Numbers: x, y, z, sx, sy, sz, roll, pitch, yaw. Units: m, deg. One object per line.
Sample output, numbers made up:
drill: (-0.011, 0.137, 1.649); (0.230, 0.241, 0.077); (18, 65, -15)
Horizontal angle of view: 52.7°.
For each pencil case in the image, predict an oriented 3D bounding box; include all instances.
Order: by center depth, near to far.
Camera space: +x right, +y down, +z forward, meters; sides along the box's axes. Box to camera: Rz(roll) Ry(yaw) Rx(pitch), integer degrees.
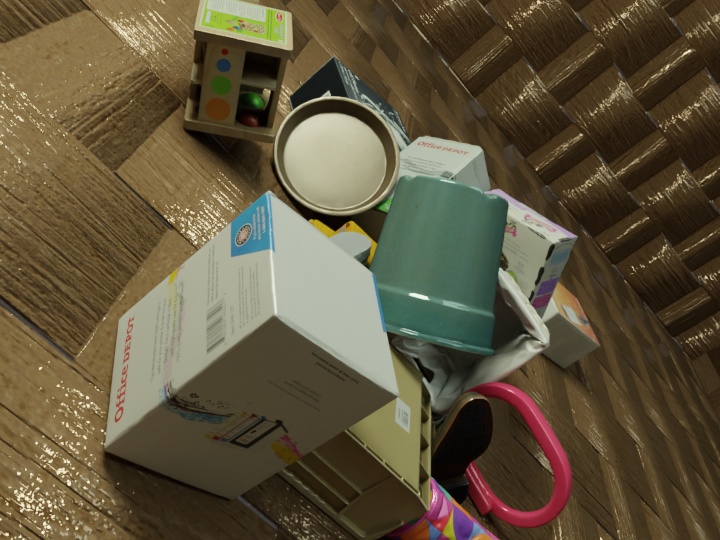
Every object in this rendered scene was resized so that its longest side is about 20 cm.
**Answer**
pencil case: (0.111, 0.317, 0.818); (0.200, 0.088, 0.089); (48, 24, -19)

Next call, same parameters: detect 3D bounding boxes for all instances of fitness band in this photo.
fitness band: (0.199, 0.251, 0.990); (0.201, 0.143, 0.037); (60, 23, 15)

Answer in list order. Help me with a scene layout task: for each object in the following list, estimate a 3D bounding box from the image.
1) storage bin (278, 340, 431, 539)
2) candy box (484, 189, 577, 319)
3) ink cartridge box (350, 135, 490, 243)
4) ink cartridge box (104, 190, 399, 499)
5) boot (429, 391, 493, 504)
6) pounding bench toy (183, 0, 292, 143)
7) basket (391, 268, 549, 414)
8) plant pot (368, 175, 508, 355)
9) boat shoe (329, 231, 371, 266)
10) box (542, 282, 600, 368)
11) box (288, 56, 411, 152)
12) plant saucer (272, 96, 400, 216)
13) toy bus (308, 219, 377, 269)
storage bin: (-0.013, 0.152, 0.799); (0.199, 0.094, 0.200); (46, 24, -19)
candy box: (0.233, -0.005, 1.181); (0.071, 0.201, 0.168); (-12, 40, -41)
ink cartridge box: (0.096, -0.127, 1.191); (0.146, 0.200, 0.083); (22, -36, 44)
ink cartridge box: (-0.095, 0.072, 0.623); (0.144, 0.199, 0.148); (37, 28, -36)
boot: (0.098, 0.194, 0.872); (0.074, 0.201, 0.097); (-3, 39, -19)
pounding bench toy: (-0.172, -0.292, 1.021); (0.123, 0.157, 0.201); (8, 40, -13)
basket: (0.170, 0.101, 1.085); (0.136, 0.199, 0.123); (57, 18, 9)
plant pot: (0.098, -0.011, 0.943); (0.199, 0.198, 0.200); (13, 0, 0)
boat shoe: (-0.061, 0.014, 0.924); (0.071, 0.070, 0.200); (27, 36, 27)
box: (0.437, 0.107, 1.677); (0.200, 0.106, 0.153); (33, 30, -38)
box: (-0.007, -0.240, 1.317); (0.196, 0.124, 0.201); (31, 32, -45)
plant saucer: (-0.038, -0.175, 1.134); (0.201, 0.199, 0.029); (57, -15, 9)
toy bus: (0.000, 0.000, 1.049); (0.200, 0.078, 0.065); (43, 25, -23)
